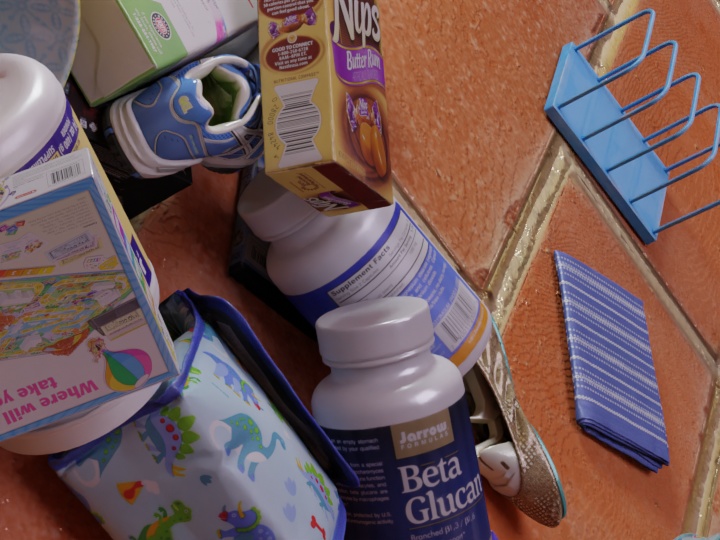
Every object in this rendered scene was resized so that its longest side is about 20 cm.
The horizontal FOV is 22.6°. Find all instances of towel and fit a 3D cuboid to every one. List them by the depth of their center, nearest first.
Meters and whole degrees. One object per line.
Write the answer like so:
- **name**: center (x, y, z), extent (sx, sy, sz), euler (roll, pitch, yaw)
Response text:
- **towel**: center (0.245, 0.090, 1.777), extent (0.145, 0.024, 0.200), euler (30, 43, -39)

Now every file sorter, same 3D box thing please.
- **file sorter**: center (0.313, -0.162, 1.960), extent (0.200, 0.123, 0.139), euler (49, 34, -21)

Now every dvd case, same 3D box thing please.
- **dvd case**: center (-0.043, -0.037, 1.449), extent (0.143, 0.018, 0.200), euler (40, 38, -34)

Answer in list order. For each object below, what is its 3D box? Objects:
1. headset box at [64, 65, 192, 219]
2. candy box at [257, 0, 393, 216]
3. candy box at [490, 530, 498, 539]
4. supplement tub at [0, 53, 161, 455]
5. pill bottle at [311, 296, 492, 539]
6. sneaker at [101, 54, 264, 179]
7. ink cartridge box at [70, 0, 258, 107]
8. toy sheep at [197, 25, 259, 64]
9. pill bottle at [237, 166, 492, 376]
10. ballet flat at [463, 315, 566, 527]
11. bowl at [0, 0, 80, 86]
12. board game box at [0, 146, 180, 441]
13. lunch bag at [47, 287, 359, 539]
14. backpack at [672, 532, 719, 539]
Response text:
- **headset box**: center (-0.200, -0.153, 1.252), extent (0.149, 0.077, 0.200), euler (24, 50, -46)
- **candy box**: center (-0.026, -0.150, 1.251), extent (0.117, 0.056, 0.200), euler (32, 51, -66)
- **candy box**: center (0.083, 0.318, 1.318), extent (0.169, 0.077, 0.200), euler (57, 31, -13)
- **supplement tub**: center (-0.203, -0.007, 1.040), extent (0.145, 0.145, 0.200), euler (-72, 146, -49)
- **pill bottle**: center (0.026, 0.125, 1.290), extent (0.111, 0.111, 0.200), euler (-32, 114, -58)
- **sneaker**: center (-0.089, -0.109, 1.237), extent (0.076, 0.077, 0.200), euler (64, 31, -2)
- **ink cartridge box**: center (-0.137, -0.198, 1.237), extent (0.117, 0.067, 0.200), euler (60, 33, -5)
- **toy sheep**: center (-0.079, -0.170, 1.387), extent (0.200, 0.138, 0.138), euler (44, 36, -44)
- **pill bottle**: center (0.000, 0.000, 1.361), extent (0.200, 0.112, 0.112), euler (48, 35, -22)
- **ballet flat**: center (0.108, 0.130, 1.519), extent (0.065, 0.071, 0.200), euler (-17, 78, -30)
- **bowl**: center (-0.280, -0.155, 1.084), extent (0.108, 0.200, 0.200), euler (33, 10, 40)
- **board game box**: center (-0.212, 0.031, 0.954), extent (0.034, 0.200, 0.135), euler (-113, -176, -57)
- **lunch bag**: center (-0.091, 0.116, 1.179), extent (0.170, 0.127, 0.200), euler (55, 16, -15)
- **backpack**: center (0.315, 0.319, 1.608), extent (0.200, 0.127, 0.167), euler (45, 39, -22)
